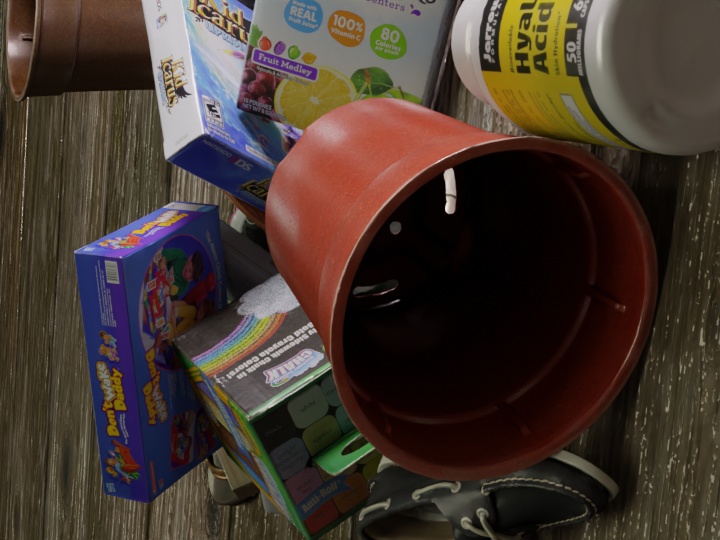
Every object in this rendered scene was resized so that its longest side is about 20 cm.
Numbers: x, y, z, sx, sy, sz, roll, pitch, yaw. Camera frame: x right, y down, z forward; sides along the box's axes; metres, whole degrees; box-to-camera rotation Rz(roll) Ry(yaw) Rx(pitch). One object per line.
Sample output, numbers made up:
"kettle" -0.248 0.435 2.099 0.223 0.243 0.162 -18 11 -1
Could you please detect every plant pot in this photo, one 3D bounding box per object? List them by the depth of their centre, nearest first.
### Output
"plant pot" 0.042 -0.008 0.920 0.195 0.200 0.202 -137 52 -60
"plant pot" -0.293 -0.290 1.762 0.200 0.197 0.201 180 90 -67

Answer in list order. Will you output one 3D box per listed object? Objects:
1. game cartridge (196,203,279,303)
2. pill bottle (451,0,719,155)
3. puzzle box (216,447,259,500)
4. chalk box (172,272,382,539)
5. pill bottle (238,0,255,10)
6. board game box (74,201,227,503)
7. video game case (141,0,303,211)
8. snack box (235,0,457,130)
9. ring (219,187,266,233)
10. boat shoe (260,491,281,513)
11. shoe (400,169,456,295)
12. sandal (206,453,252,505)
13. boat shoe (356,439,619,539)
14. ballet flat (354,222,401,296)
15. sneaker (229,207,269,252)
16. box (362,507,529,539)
"game cartridge" -0.101 0.036 1.326 0.133 0.040 0.200 37 155 32
"pill bottle" 0.128 -0.124 0.838 0.200 0.111 0.112 -160 73 -67
"puzzle box" -0.139 0.109 1.395 0.133 0.025 0.201 101 147 -78
"chalk box" -0.033 0.102 1.135 0.200 0.125 0.124 37 154 56
"pill bottle" -0.118 -0.283 1.445 0.200 0.113 0.114 142 126 -61
"board game box" -0.155 0.061 1.204 0.045 0.134 0.201 7 111 27
"video game case" -0.085 -0.133 1.240 0.045 0.200 0.182 -32 53 26
"snack box" -0.004 -0.195 1.124 0.053 0.142 0.201 -58 -16 -62
"ring" -0.088 -0.105 1.275 0.019 0.200 0.201 -31 54 27
"boat shoe" -0.066 0.120 1.291 0.072 0.062 0.201 -103 3 -52
"shoe" 0.061 0.019 1.068 0.070 0.053 0.201 129 137 -56
"sandal" -0.120 0.178 1.499 0.200 0.054 0.082 141 126 -61
"boat shoe" 0.072 0.146 0.950 0.200 0.074 0.060 -7 45 48
"ballet flat" 0.000 0.000 1.198 0.200 0.068 0.068 141 129 -61
"sneaker" -0.074 0.003 1.396 0.200 0.080 0.087 110 141 -54
"box" 0.031 0.246 1.005 0.200 0.021 0.164 -28 53 16
